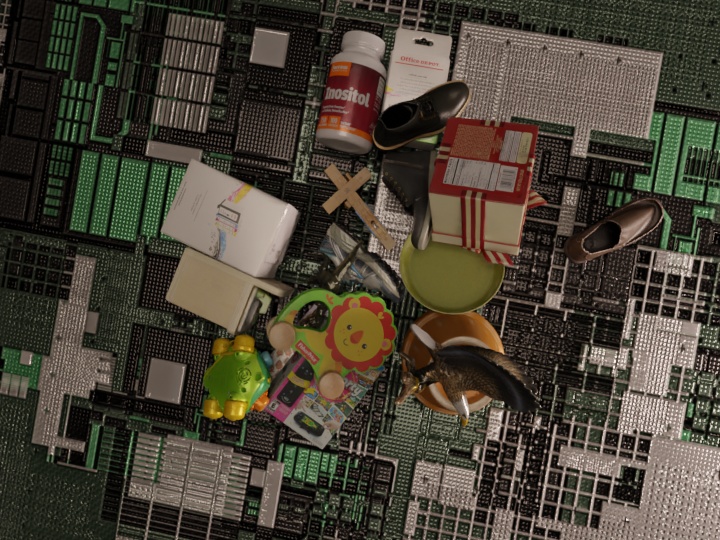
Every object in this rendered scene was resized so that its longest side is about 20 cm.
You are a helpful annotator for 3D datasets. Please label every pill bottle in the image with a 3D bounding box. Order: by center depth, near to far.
[{"bbox_3d":[-0.013,-0.335,1.005,0.111,0.113,0.204,11,90,3],"label":"pill bottle"}]

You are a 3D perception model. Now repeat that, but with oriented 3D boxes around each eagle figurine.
[{"bbox_3d":[0.162,0.161,0.798,0.196,0.153,0.153,-12,126,19],"label":"eagle figurine"}]

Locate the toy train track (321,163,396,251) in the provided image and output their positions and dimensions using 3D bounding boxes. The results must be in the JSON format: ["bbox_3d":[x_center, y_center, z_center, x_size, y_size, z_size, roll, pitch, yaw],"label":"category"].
[{"bbox_3d":[-0.001,-0.122,1.047,0.114,0.033,0.201,-40,93,-5],"label":"toy train track"}]

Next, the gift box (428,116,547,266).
[{"bbox_3d":[0.227,-0.132,0.932,0.196,0.187,0.187,16,69,17],"label":"gift box"}]

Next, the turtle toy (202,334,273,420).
[{"bbox_3d":[-0.229,0.203,0.985,0.100,0.198,0.149,20,67,-39],"label":"turtle toy"}]

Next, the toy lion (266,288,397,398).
[{"bbox_3d":[-0.039,0.109,0.942,0.192,0.069,0.200,-46,104,-6],"label":"toy lion"}]

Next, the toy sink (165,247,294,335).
[{"bbox_3d":[-0.243,0.049,1.010,0.197,0.130,0.114,23,91,2],"label":"toy sink"}]

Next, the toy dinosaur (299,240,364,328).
[{"bbox_3d":[-0.064,0.016,0.996,0.088,0.047,0.202,37,102,37],"label":"toy dinosaur"}]

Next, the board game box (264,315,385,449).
[{"bbox_3d":[-0.072,0.212,1.015,0.147,0.064,0.201,37,92,-14],"label":"board game box"}]

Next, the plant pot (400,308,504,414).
[{"bbox_3d":[0.172,0.171,0.956,0.195,0.183,0.205,0,90,4],"label":"plant pot"}]

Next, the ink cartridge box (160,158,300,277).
[{"bbox_3d":[-0.235,-0.092,1.001,0.197,0.147,0.147,25,91,3],"label":"ink cartridge box"}]

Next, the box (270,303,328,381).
[{"bbox_3d":[-0.126,0.137,1.047,0.039,0.041,0.200,42,93,3],"label":"box"}]

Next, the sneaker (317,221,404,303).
[{"bbox_3d":[0.000,0.000,1.032,0.200,0.077,0.087,43,104,10],"label":"sneaker"}]

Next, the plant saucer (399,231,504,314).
[{"bbox_3d":[0.172,-0.009,1.006,0.195,0.031,0.204,-3,67,6],"label":"plant saucer"}]

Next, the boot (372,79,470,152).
[{"bbox_3d":[0.114,-0.278,0.918,0.198,0.138,0.078,-34,91,-1],"label":"boot"}]

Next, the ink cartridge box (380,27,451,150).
[{"bbox_3d":[0.104,-0.346,1.021,0.115,0.067,0.205,10,91,2],"label":"ink cartridge box"}]

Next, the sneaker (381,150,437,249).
[{"bbox_3d":[0.088,-0.135,1.011,0.104,0.075,0.204,4,68,9],"label":"sneaker"}]

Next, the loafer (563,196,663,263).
[{"bbox_3d":[0.485,-0.072,0.994,0.198,0.071,0.074,-32,88,3],"label":"loafer"}]
